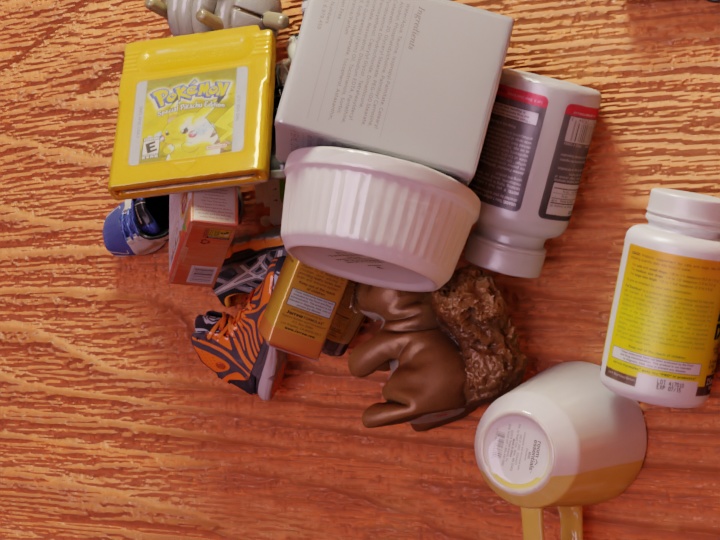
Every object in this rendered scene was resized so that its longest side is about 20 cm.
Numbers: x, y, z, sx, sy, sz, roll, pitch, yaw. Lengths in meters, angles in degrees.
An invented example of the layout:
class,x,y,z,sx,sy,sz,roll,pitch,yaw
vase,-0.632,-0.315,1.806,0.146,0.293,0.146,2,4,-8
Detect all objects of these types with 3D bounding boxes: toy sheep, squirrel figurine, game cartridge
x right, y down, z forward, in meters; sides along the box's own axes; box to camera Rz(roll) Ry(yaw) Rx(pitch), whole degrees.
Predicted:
class,x,y,z,sx,sy,sz,roll,pitch,yaw
toy sheep,-0.160,-0.302,1.698,0.200,0.138,0.138,26,106,39
squirrel figurine,0.080,0.059,1.563,0.200,0.141,0.187,-22,72,31
game cartridge,-0.181,-0.175,1.592,0.176,0.032,0.201,-7,60,12

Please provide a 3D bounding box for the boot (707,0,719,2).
class,x,y,z,sx,sy,sz,roll,pitch,yaw
boot,0.327,-0.347,1.423,0.174,0.069,0.201,7,103,30

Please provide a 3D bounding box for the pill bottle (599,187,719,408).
class,x,y,z,sx,sy,sz,roll,pitch,yaw
pill bottle,0.302,0.025,1.422,0.109,0.109,0.201,15,100,32

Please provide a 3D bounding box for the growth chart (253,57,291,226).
class,x,y,z,sx,sy,sz,roll,pitch,yaw
growth chart,-0.088,-0.152,1.724,0.144,0.018,0.201,-24,79,28

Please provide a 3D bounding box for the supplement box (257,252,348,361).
class,x,y,z,sx,sy,sz,roll,pitch,yaw
supplement box,-0.044,-0.009,1.585,0.067,0.069,0.201,-140,69,-73

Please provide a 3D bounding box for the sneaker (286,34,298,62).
class,x,y,z,sx,sy,sz,roll,pitch,yaw
sneaker,-0.052,-0.171,1.657,0.093,0.070,0.200,-36,70,25

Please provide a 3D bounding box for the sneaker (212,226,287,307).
class,x,y,z,sx,sy,sz,roll,pitch,yaw
sneaker,-0.100,-0.009,1.713,0.200,0.078,0.077,-13,98,36

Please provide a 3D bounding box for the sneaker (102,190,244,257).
class,x,y,z,sx,sy,sz,roll,pitch,yaw
sneaker,-0.252,-0.070,1.778,0.199,0.115,0.081,-13,84,33

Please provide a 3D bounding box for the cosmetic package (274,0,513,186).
class,x,y,z,sx,sy,sz,roll,pitch,yaw
cosmetic package,0.030,-0.180,1.468,0.199,0.167,0.167,15,81,0

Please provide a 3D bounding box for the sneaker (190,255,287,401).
class,x,y,z,sx,sy,sz,roll,pitch,yaw
sneaker,-0.137,0.059,1.687,0.112,0.078,0.201,20,124,9

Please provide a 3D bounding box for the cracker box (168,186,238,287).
class,x,y,z,sx,sy,sz,roll,pitch,yaw
cracker box,-0.177,-0.100,1.650,0.134,0.057,0.201,119,152,-55

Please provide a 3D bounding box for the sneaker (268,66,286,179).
class,x,y,z,sx,sy,sz,roll,pitch,yaw
sneaker,-0.105,-0.165,1.624,0.200,0.075,0.107,-140,50,-63

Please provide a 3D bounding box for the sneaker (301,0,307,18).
class,x,y,z,sx,sy,sz,roll,pitch,yaw
sneaker,0.005,-0.221,1.626,0.202,0.077,0.147,19,100,30

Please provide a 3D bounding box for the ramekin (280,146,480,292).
class,x,y,z,sx,sy,sz,roll,pitch,yaw
ramekin,0.013,-0.045,1.446,0.202,0.202,0.095,7,79,33

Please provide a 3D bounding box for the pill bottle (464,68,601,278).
class,x,y,z,sx,sy,sz,roll,pitch,yaw
pill bottle,0.170,-0.099,1.503,0.110,0.111,0.201,20,103,31

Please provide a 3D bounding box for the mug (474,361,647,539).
class,x,y,z,sx,sy,sz,roll,pitch,yaw
mug,0.199,0.188,1.470,0.149,0.153,0.187,-37,73,28

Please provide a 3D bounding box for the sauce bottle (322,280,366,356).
class,x,y,z,sx,sy,sz,roll,pitch,yaw
sauce bottle,0.000,0.000,1.648,0.065,0.065,0.200,38,109,26
